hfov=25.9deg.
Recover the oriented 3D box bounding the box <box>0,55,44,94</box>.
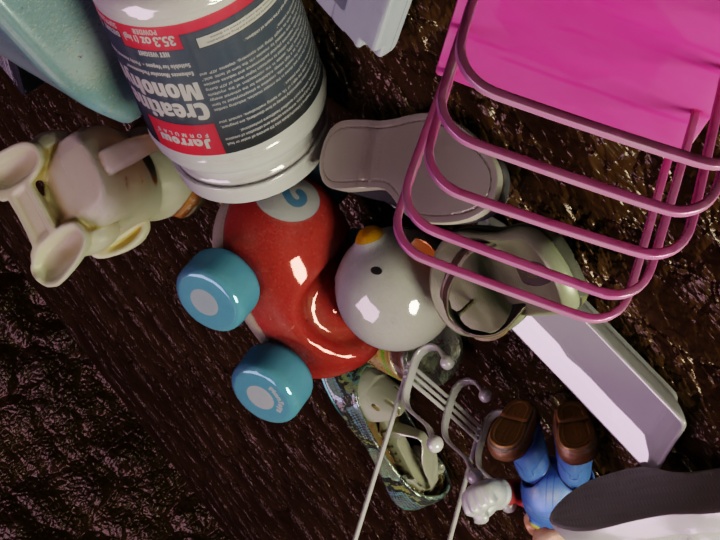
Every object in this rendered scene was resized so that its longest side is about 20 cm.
[{"bbox_3d":[-0.340,-0.313,1.479,0.198,0.123,0.200,47,160,16],"label":"box"}]

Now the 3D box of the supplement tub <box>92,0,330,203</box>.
[{"bbox_3d":[-0.104,-0.161,1.134,0.140,0.140,0.201,38,157,40],"label":"supplement tub"}]

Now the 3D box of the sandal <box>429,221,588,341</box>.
[{"bbox_3d":[0.084,0.011,1.048,0.080,0.057,0.201,54,163,-3],"label":"sandal"}]

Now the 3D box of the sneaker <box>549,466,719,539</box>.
[{"bbox_3d":[0.220,0.195,1.055,0.200,0.074,0.116,-12,115,55],"label":"sneaker"}]

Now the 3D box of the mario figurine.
[{"bbox_3d":[0.157,0.194,1.203,0.123,0.106,0.201,33,155,42],"label":"mario figurine"}]

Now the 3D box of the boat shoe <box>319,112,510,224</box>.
[{"bbox_3d":[0.048,-0.070,1.094,0.062,0.073,0.200,12,-178,-35],"label":"boat shoe"}]

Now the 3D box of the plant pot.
[{"bbox_3d":[-0.216,-0.233,1.225,0.196,0.196,0.200,31,160,50],"label":"plant pot"}]

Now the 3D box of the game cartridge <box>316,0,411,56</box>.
[{"bbox_3d":[-0.035,-0.239,0.986,0.200,0.041,0.133,51,158,8],"label":"game cartridge"}]

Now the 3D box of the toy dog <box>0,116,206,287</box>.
[{"bbox_3d":[-0.239,-0.096,1.544,0.194,0.200,0.140,-44,78,28],"label":"toy dog"}]

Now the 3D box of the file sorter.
[{"bbox_3d":[0.099,-0.074,0.718,0.138,0.126,0.200,20,158,1],"label":"file sorter"}]

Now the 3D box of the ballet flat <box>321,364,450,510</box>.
[{"bbox_3d":[0.031,0.149,1.537,0.201,0.074,0.074,59,162,-23],"label":"ballet flat"}]

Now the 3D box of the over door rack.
[{"bbox_3d":[0.057,0.178,1.233,0.066,0.201,0.148,16,163,39],"label":"over door rack"}]

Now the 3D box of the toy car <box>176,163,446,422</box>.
[{"bbox_3d":[0.000,0.000,1.207,0.199,0.185,0.178,-6,123,38],"label":"toy car"}]

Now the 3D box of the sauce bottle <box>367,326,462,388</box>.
[{"bbox_3d":[0.014,0.050,1.368,0.200,0.065,0.065,21,144,61],"label":"sauce bottle"}]

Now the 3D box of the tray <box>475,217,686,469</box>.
[{"bbox_3d":[0.149,0.047,1.082,0.200,0.022,0.108,47,163,18],"label":"tray"}]
